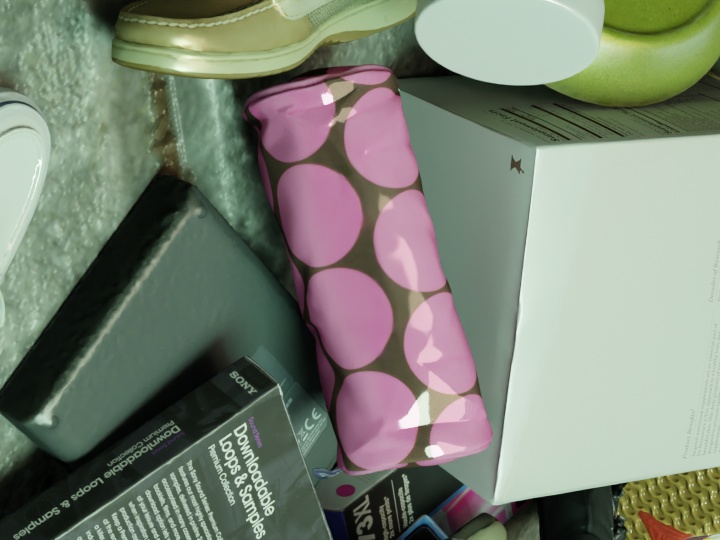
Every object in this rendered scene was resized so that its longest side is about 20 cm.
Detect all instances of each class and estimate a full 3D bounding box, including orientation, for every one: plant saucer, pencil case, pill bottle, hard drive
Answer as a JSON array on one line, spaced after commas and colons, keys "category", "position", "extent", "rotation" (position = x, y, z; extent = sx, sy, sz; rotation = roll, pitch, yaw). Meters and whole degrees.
[{"category": "plant saucer", "position": [0.124, -0.184, 1.081], "extent": [0.199, 0.031, 0.201], "rotation": [9, 71, -26]}, {"category": "pencil case", "position": [0.000, 0.000, 1.025], "extent": [0.090, 0.094, 0.201], "rotation": [-13, 95, 0]}, {"category": "pill bottle", "position": [0.079, -0.194, 0.975], "extent": [0.112, 0.112, 0.201], "rotation": [37, 54, -50]}, {"category": "hard drive", "position": [-0.080, 0.064, 1.048], "extent": [0.140, 0.033, 0.200], "rotation": [-55, 139, -15]}]

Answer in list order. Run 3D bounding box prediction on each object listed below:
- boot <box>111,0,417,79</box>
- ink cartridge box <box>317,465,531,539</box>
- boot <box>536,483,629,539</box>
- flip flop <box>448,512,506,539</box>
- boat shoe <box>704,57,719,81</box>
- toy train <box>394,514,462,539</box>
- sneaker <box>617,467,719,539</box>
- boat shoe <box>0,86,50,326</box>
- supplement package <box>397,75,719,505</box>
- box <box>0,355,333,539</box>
[{"category": "boot", "position": [-0.040, -0.175, 0.955], "extent": [0.200, 0.072, 0.155], "rotation": [-26, 126, -48]}, {"category": "ink cartridge box", "position": [0.020, 0.140, 1.197], "extent": [0.200, 0.037, 0.095], "rotation": [-32, 129, -33]}, {"category": "boot", "position": [0.123, 0.193, 1.244], "extent": [0.065, 0.200, 0.165], "rotation": [8, 118, -5]}, {"category": "flip flop", "position": [0.065, 0.210, 1.227], "extent": [0.081, 0.058, 0.200], "rotation": [-41, 157, -28]}, {"category": "boat shoe", "position": [0.202, -0.204, 1.169], "extent": [0.073, 0.063, 0.202], "rotation": [-5, 87, -5]}, {"category": "toy train", "position": [-0.010, 0.214, 1.097], "extent": [0.200, 0.087, 0.114], "rotation": [-44, 172, 0]}, {"category": "sneaker", "position": [0.213, 0.143, 1.336], "extent": [0.200, 0.075, 0.090], "rotation": [-42, 166, 35]}, {"category": "boat shoe", "position": [-0.179, 0.017, 0.887], "extent": [0.074, 0.067, 0.200], "rotation": [39, 76, -50]}, {"category": "supplement package", "position": [0.121, 0.000, 1.124], "extent": [0.199, 0.147, 0.192], "rotation": [-5, 111, -32]}, {"category": "box", "position": [-0.109, 0.148, 1.010], "extent": [0.200, 0.036, 0.143], "rotation": [-33, 135, -17]}]
